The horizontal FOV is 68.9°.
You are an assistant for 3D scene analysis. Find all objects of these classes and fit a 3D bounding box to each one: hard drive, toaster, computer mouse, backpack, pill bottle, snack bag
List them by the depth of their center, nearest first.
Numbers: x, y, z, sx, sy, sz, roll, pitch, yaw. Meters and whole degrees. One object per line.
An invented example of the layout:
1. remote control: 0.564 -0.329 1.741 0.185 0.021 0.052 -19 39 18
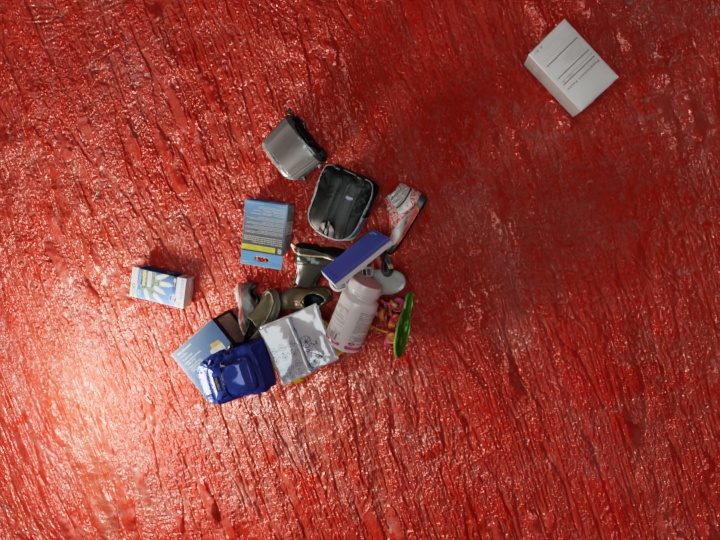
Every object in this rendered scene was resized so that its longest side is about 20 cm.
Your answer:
1. pill bottle: -0.016 0.120 1.485 0.112 0.113 0.202 25 107 7
2. hard drive: -0.013 -0.037 1.497 0.199 0.132 0.025 -39 115 -7
3. backpack: -0.054 -0.190 1.530 0.176 0.150 0.202 24 96 10
4. backpack: -0.377 0.298 1.536 0.198 0.168 0.165 -17 88 15
5. computer mouse: 0.000 0.000 1.543 0.198 0.044 0.111 -25 71 8
6. snack bag: -0.179 0.219 1.553 0.198 0.021 0.191 -23 89 9
7. toaster: -0.201 -0.365 1.555 0.129 0.114 0.201 -37 92 17

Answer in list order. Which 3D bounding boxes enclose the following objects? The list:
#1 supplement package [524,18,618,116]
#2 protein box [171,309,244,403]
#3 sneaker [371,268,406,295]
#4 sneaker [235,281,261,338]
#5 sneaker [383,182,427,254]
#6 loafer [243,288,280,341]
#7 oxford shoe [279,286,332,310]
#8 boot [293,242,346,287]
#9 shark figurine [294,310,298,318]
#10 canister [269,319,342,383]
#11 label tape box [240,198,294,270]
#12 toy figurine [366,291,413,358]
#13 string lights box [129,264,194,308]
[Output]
1. supplement package: 0.542 -0.520 1.363 0.120 0.121 0.200 -43 89 15
2. protein box: -0.455 0.275 1.699 0.198 0.135 0.201 -39 90 15
3. sneaker: 0.050 0.040 1.576 0.197 0.079 0.080 -3 77 23
4. sneaker: -0.346 0.133 1.687 0.081 0.077 0.203 -9 98 7
5. sneaker: 0.103 -0.156 1.546 0.107 0.067 0.203 32 101 7
6. loafer: -0.311 0.152 1.640 0.075 0.069 0.202 20 92 44
7. oxford shoe: -0.189 0.089 1.643 0.197 0.075 0.071 -12 98 14
8. boot: -0.110 0.000 1.624 0.197 0.078 0.140 14 113 12
9. shark figurine: -0.221 0.173 1.677 0.214 0.127 0.091 -32 59 39
10. canister: -0.159 0.251 1.631 0.199 0.087 0.149 -34 134 12
11. label tape box: -0.292 -0.116 1.639 0.142 0.063 0.203 10 101 10
12. toy figurine: 0.050 0.146 1.586 0.182 0.150 0.203 10 79 20
13. string lights box: -0.660 0.051 1.748 0.197 0.059 0.104 12 100 10
